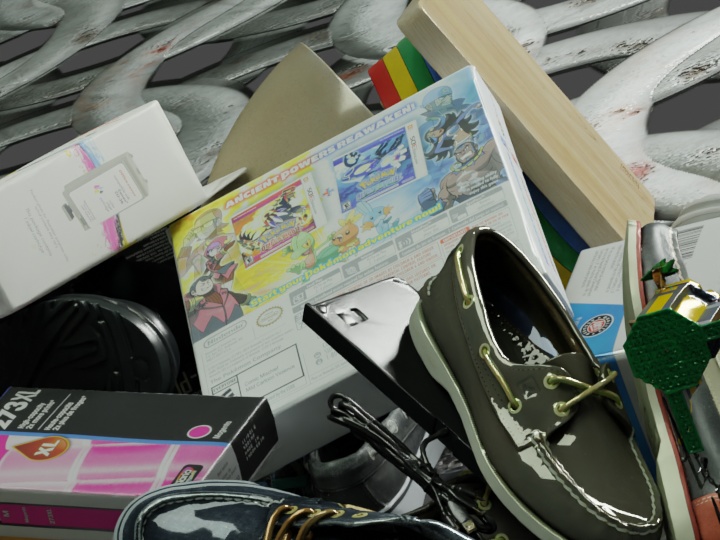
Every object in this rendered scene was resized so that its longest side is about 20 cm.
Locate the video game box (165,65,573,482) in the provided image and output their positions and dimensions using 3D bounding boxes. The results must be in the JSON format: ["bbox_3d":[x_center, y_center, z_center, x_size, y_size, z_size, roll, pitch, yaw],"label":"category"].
[{"bbox_3d":[0.000,0.000,1.491,0.200,0.047,0.182,-27,43,11],"label":"video game box"}]

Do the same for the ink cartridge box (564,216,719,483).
[{"bbox_3d":[0.205,0.031,1.426,0.200,0.086,0.146,-13,22,21],"label":"ink cartridge box"}]

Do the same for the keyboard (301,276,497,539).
[{"bbox_3d":[0.047,0.078,1.333,0.200,0.021,0.127,40,35,25],"label":"keyboard"}]

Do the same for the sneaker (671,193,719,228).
[{"bbox_3d":[0.243,-0.006,1.526,0.200,0.075,0.082,-16,25,48],"label":"sneaker"}]

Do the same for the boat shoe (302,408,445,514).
[{"bbox_3d":[0.002,0.081,1.527,0.074,0.068,0.199,-14,21,19],"label":"boat shoe"}]

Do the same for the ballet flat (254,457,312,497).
[{"bbox_3d":[-0.092,0.110,1.576,0.074,0.074,0.200,-31,23,-24],"label":"ballet flat"}]

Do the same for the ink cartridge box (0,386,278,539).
[{"bbox_3d":[-0.150,0.098,1.412,0.200,0.037,0.095,-1,30,26],"label":"ink cartridge box"}]

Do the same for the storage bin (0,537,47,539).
[{"bbox_3d":[-0.201,0.177,1.448,0.199,0.094,0.200,-4,25,41],"label":"storage bin"}]

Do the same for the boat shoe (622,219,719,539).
[{"bbox_3d":[0.163,0.062,1.306,0.063,0.071,0.200,-11,58,2],"label":"boat shoe"}]

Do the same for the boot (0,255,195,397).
[{"bbox_3d":[-0.134,0.036,1.569,0.200,0.076,0.168,-12,9,42],"label":"boot"}]

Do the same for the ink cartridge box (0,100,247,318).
[{"bbox_3d":[-0.172,-0.031,1.569,0.116,0.068,0.200,-21,8,47],"label":"ink cartridge box"}]

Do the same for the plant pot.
[{"bbox_3d":[-0.022,-0.018,1.664,0.134,0.200,0.200,-40,21,0],"label":"plant pot"}]

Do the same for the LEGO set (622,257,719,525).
[{"bbox_3d":[0.210,0.063,1.199,0.154,0.200,0.116,-26,8,27],"label":"LEGO set"}]

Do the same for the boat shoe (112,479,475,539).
[{"bbox_3d":[-0.021,0.131,1.271,0.200,0.071,0.091,12,-18,8],"label":"boat shoe"}]

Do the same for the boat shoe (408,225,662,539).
[{"bbox_3d":[0.087,0.060,1.310,0.072,0.060,0.202,1,38,-33],"label":"boat shoe"}]

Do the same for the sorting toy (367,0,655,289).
[{"bbox_3d":[0.084,-0.076,1.656,0.070,0.200,0.199,-40,6,14],"label":"sorting toy"}]

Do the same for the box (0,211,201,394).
[{"bbox_3d":[-0.190,0.028,1.724,0.200,0.164,0.086,-26,20,-11],"label":"box"}]

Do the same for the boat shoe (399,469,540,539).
[{"bbox_3d":[0.051,0.133,1.353,0.201,0.061,0.072,-25,20,-9],"label":"boat shoe"}]
